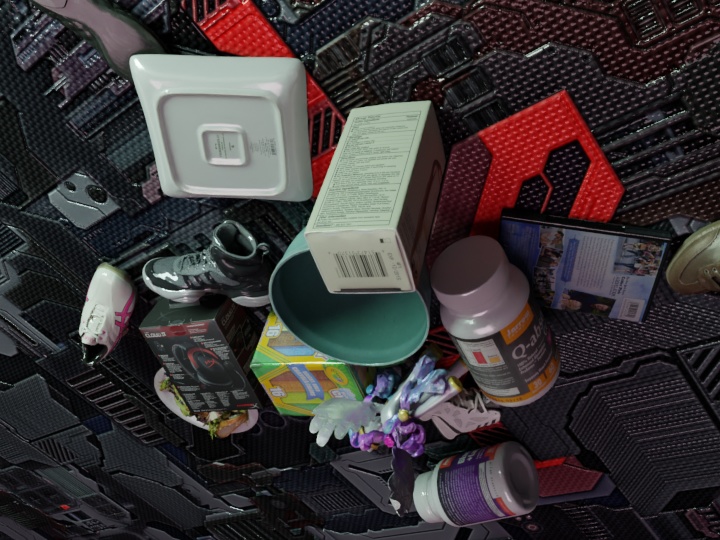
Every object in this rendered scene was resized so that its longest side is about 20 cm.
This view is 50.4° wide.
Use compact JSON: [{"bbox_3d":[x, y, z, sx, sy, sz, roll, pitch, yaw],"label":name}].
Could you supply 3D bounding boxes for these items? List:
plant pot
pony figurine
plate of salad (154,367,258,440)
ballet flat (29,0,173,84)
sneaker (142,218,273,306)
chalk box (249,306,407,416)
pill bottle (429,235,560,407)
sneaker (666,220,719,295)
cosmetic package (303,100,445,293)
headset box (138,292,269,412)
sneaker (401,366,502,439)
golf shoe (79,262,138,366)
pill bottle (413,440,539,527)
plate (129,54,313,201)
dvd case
[{"bbox_3d":[0.000,0.000,0.942,0.194,0.136,0.203,10,136,9],"label":"plant pot"},{"bbox_3d":[0.046,0.187,0.970,0.167,0.193,0.200,46,106,4],"label":"pony figurine"},{"bbox_3d":[-0.276,0.236,1.349,0.194,0.049,0.203,11,137,10],"label":"plate of salad"},{"bbox_3d":[-0.278,-0.271,0.839,0.199,0.057,0.066,37,113,-27],"label":"ballet flat"},{"bbox_3d":[-0.209,-0.017,1.049,0.194,0.077,0.116,6,136,5],"label":"sneaker"},{"bbox_3d":[-0.034,0.123,1.088,0.195,0.126,0.126,-4,134,23],"label":"chalk box"},{"bbox_3d":[0.164,0.063,0.936,0.114,0.118,0.202,-11,131,28],"label":"pill bottle"},{"bbox_3d":[0.415,-0.016,0.819,0.070,0.077,0.199,33,135,-17],"label":"sneaker"},{"bbox_3d":[0.022,-0.080,0.803,0.101,0.203,0.088,-1,136,22],"label":"cosmetic package"},{"bbox_3d":[-0.235,0.119,1.180,0.145,0.076,0.203,-8,123,25],"label":"headset box"},{"bbox_3d":[0.142,0.180,1.122,0.113,0.077,0.200,-20,143,22],"label":"sneaker"},{"bbox_3d":[-0.397,0.073,1.193,0.071,0.093,0.202,22,136,-2],"label":"golf shoe"},{"bbox_3d":[0.185,0.357,1.260,0.198,0.113,0.111,-27,122,38],"label":"pill bottle"},{"bbox_3d":[-0.156,-0.153,0.891,0.194,0.033,0.203,2,136,2],"label":"plate"},{"bbox_3d":[0.261,-0.004,0.930,0.194,0.018,0.145,9,136,12],"label":"dvd case"}]
